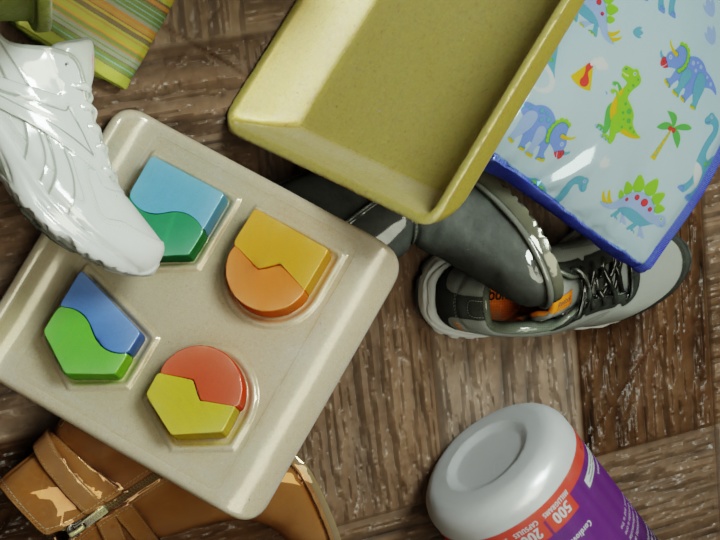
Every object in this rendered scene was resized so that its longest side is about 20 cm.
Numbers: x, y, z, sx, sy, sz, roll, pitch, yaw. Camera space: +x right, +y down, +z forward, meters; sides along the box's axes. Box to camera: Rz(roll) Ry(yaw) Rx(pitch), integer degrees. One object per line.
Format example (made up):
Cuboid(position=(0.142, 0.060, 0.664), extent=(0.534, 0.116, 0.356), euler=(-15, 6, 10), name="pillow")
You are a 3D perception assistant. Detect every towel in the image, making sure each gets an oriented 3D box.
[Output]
Cuboid(position=(-0.129, -0.214, 1.271), extent=(0.086, 0.018, 0.201), euler=(31, 85, -33), name="towel")

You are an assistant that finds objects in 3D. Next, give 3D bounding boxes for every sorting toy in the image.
Cuboid(position=(-0.104, 0.022, 1.258), extent=(0.199, 0.036, 0.186), euler=(29, 81, 9), name="sorting toy")

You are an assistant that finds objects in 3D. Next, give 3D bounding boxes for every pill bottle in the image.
Cuboid(position=(0.139, 0.191, 1.429), extent=(0.112, 0.112, 0.200), euler=(-44, 115, -11), name="pill bottle")

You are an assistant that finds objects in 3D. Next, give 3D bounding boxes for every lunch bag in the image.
Cuboid(position=(0.150, -0.122, 1.348), extent=(0.170, 0.127, 0.201), euler=(33, 63, -27), name="lunch bag")

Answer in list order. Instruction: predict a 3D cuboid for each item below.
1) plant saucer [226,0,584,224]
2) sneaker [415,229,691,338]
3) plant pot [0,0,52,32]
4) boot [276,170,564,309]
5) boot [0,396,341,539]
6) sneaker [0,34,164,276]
Cuboid(position=(0.039, -0.132, 1.279), extent=(0.048, 0.200, 0.201), euler=(36, 84, -47), name="plant saucer")
Cuboid(position=(0.139, 0.013, 1.413), extent=(0.199, 0.079, 0.074), euler=(-11, 103, -25), name="sneaker")
Cuboid(position=(-0.272, -0.211, 1.117), extent=(0.183, 0.200, 0.201), euler=(-11, 105, -13), name="plant pot")
Cuboid(position=(0.000, 0.002, 1.313), extent=(0.200, 0.073, 0.182), euler=(-36, 70, -20), name="boot")
Cuboid(position=(-0.114, 0.146, 1.319), extent=(0.155, 0.077, 0.200), euler=(-42, 121, -8), name="boot")
Cuboid(position=(-0.175, -0.083, 1.216), extent=(0.200, 0.078, 0.099), euler=(45, 84, -12), name="sneaker")
